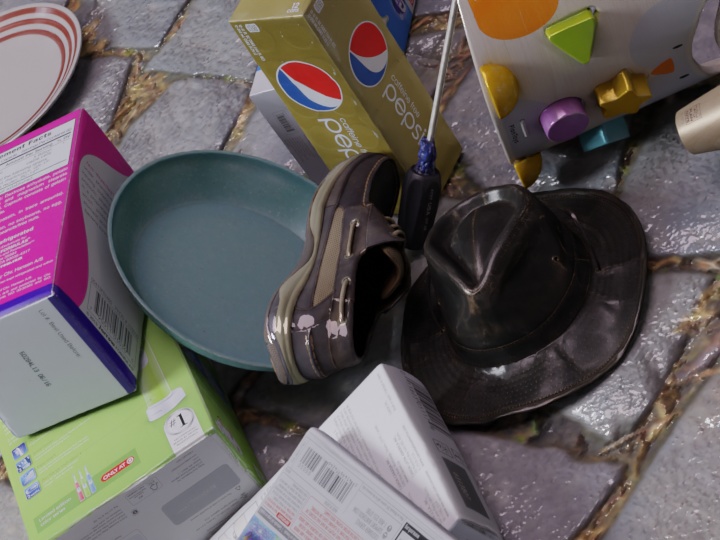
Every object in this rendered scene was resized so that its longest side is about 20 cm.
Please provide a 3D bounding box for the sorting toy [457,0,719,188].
[{"bbox_3d":[0.170,-0.147,1.613,0.179,0.200,0.107,-15,61,8],"label":"sorting toy"}]

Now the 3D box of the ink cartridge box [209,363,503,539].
[{"bbox_3d":[-0.014,0.178,1.522,0.200,0.057,0.163,-50,35,17],"label":"ink cartridge box"}]

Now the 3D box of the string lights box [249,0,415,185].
[{"bbox_3d":[-0.018,-0.173,1.820,0.059,0.103,0.200,-13,44,27],"label":"string lights box"}]

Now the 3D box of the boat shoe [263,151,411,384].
[{"bbox_3d":[0.000,0.000,1.615,0.073,0.075,0.200,1,46,23],"label":"boat shoe"}]

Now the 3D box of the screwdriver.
[{"bbox_3d":[0.046,-0.105,1.649,0.029,0.201,0.028,1,28,-7],"label":"screwdriver"}]

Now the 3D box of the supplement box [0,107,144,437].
[{"bbox_3d":[-0.212,-0.001,1.659,0.103,0.101,0.200,-22,37,20],"label":"supplement box"}]

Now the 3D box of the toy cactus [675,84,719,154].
[{"bbox_3d":[0.275,-0.115,1.532,0.165,0.102,0.201,-22,68,29],"label":"toy cactus"}]

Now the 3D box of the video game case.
[{"bbox_3d":[-0.026,0.209,1.454,0.182,0.024,0.200,-57,36,0],"label":"video game case"}]

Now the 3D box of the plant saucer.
[{"bbox_3d":[-0.082,0.000,1.668,0.200,0.199,0.036,-88,19,-45],"label":"plant saucer"}]

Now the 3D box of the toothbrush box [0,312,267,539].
[{"bbox_3d":[-0.163,0.114,1.650,0.145,0.086,0.200,-35,39,2],"label":"toothbrush box"}]

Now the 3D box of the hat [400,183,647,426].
[{"bbox_3d":[0.093,0.000,1.576,0.200,0.081,0.201,-20,42,19],"label":"hat"}]

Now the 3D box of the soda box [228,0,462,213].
[{"bbox_3d":[-0.007,-0.127,1.685,0.068,0.200,0.064,0,50,36],"label":"soda box"}]

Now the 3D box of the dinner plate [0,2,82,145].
[{"bbox_3d":[-0.320,-0.153,2.093,0.200,0.024,0.201,-21,40,19],"label":"dinner plate"}]
